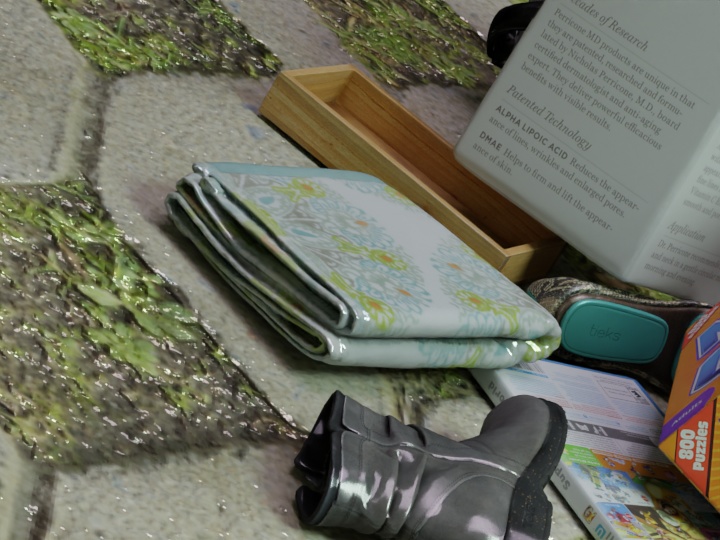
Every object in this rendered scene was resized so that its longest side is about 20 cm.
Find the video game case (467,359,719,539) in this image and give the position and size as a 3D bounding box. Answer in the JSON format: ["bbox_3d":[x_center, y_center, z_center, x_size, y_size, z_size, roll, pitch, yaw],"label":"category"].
[{"bbox_3d":[0.161,0.121,1.706,0.143,0.018,0.200,14,28,-40],"label":"video game case"}]

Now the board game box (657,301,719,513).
[{"bbox_3d":[0.323,0.079,1.711,0.200,0.200,0.200,46,21,-6],"label":"board game box"}]

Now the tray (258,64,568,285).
[{"bbox_3d":[0.035,-0.062,1.901,0.200,0.037,0.099,39,23,19],"label":"tray"}]

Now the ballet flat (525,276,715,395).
[{"bbox_3d":[0.192,0.041,1.863,0.200,0.068,0.075,18,14,-26],"label":"ballet flat"}]

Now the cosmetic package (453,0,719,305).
[{"bbox_3d":[0.204,-0.104,1.895,0.165,0.200,0.165,37,11,33],"label":"cosmetic package"}]

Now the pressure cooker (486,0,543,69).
[{"bbox_3d":[0.193,-0.147,2.107,0.200,0.176,0.179,23,39,-21],"label":"pressure cooker"}]

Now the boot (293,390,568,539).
[{"bbox_3d":[0.037,0.096,1.535,0.131,0.070,0.200,25,18,-4],"label":"boot"}]

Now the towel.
[{"bbox_3d":[0.000,0.000,1.696,0.200,0.048,0.171,2,33,-48],"label":"towel"}]
